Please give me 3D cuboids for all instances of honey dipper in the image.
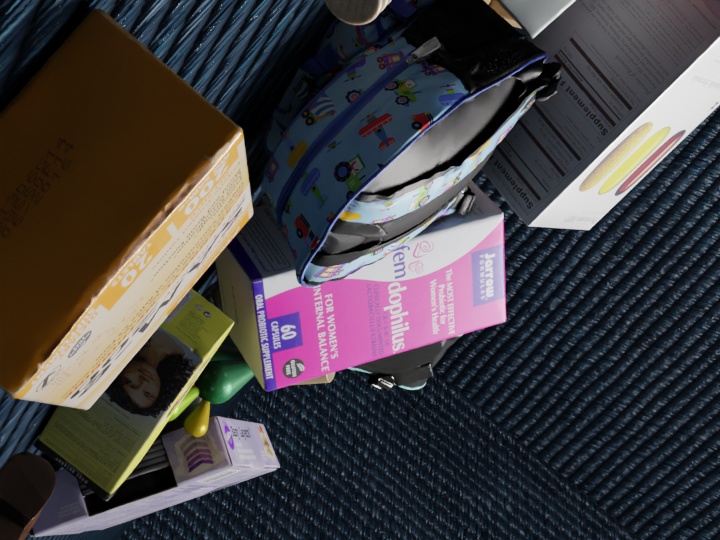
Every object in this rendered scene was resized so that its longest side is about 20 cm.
[{"bbox_3d":[0.034,-0.208,0.957,0.038,0.038,0.200,-53,-179,43],"label":"honey dipper"}]

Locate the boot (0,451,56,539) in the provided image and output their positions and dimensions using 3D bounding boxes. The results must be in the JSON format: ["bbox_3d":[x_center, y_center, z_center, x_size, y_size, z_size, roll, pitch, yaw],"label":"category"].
[{"bbox_3d":[-0.302,0.233,1.099,0.200,0.064,0.186,-47,179,41],"label":"boot"}]

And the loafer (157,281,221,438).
[{"bbox_3d":[-0.160,0.088,1.430,0.200,0.072,0.063,-50,-174,10],"label":"loafer"}]

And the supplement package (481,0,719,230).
[{"bbox_3d":[0.181,-0.135,1.149,0.200,0.110,0.114,-46,157,24],"label":"supplement package"}]

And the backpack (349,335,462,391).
[{"bbox_3d":[0.001,-0.012,1.444,0.153,0.175,0.200,-61,-150,29],"label":"backpack"}]

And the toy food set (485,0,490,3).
[{"bbox_3d":[0.046,-0.189,1.325,0.200,0.049,0.198,-50,178,-18],"label":"toy food set"}]

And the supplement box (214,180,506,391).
[{"bbox_3d":[0.000,0.000,1.189,0.200,0.103,0.101,-17,124,-17],"label":"supplement box"}]

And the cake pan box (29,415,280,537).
[{"bbox_3d":[-0.181,0.181,1.379,0.184,0.052,0.200,-22,170,6],"label":"cake pan box"}]

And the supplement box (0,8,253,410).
[{"bbox_3d":[-0.109,-0.014,0.642,0.126,0.073,0.200,-50,178,-6],"label":"supplement box"}]

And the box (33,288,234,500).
[{"bbox_3d":[-0.168,0.085,1.149,0.050,0.075,0.200,-52,178,-47],"label":"box"}]

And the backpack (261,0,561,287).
[{"bbox_3d":[0.009,-0.089,1.056,0.200,0.135,0.183,-37,169,-39],"label":"backpack"}]

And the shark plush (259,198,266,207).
[{"bbox_3d":[-0.040,0.005,1.274,0.083,0.200,0.091,9,-146,38],"label":"shark plush"}]

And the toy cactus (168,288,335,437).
[{"bbox_3d":[-0.103,0.077,1.290,0.200,0.165,0.103,-42,135,-68],"label":"toy cactus"}]

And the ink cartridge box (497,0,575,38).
[{"bbox_3d":[0.168,-0.262,1.106,0.174,0.044,0.200,-40,-163,20],"label":"ink cartridge box"}]

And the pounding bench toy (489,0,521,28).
[{"bbox_3d":[0.179,-0.236,1.311,0.156,0.124,0.200,119,-16,-79],"label":"pounding bench toy"}]
